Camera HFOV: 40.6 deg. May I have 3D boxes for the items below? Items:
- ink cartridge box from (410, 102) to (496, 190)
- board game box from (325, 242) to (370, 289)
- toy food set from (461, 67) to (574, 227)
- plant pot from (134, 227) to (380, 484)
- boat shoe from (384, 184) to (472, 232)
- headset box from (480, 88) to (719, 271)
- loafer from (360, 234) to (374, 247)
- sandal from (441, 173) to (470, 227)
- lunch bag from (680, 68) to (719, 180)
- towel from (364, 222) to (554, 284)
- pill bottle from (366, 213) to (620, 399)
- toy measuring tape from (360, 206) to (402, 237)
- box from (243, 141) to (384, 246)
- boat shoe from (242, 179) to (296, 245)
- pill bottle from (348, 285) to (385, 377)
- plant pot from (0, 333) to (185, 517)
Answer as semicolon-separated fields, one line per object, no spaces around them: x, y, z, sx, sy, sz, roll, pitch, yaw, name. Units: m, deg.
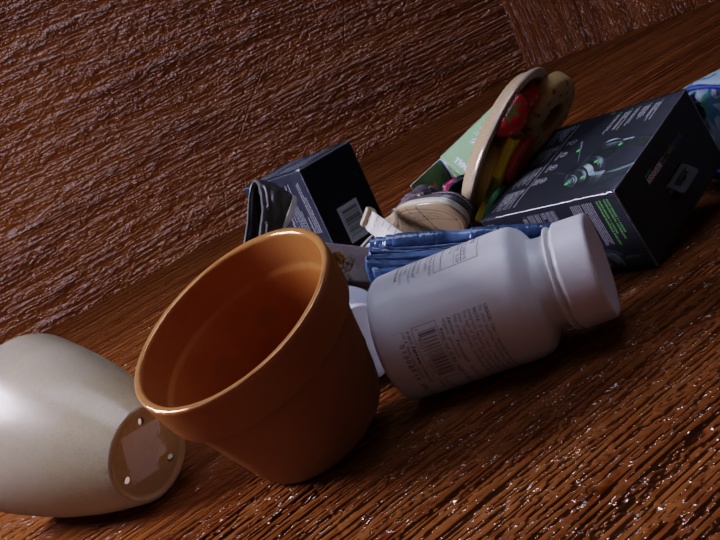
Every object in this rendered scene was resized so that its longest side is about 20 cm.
0.169;-0.134;1.256;0.200;0.104;0.059;-43;47;-4;ink cartridge box
0.000;0.000;1.181;0.196;0.042;0.199;5;-4;-26;board game box
0.177;-0.135;1.121;0.048;0.201;0.199;27;20;19;toy food set
-0.073;0.085;0.831;0.198;0.141;0.202;-28;30;18;plant pot
0.077;-0.067;1.127;0.065;0.071;0.200;-56;10;-18;boat shoe
0.256;-0.085;1.013;0.198;0.093;0.175;-12;30;53;headset box
0.067;-0.033;1.377;0.062;0.073;0.199;-3;20;45;loafer
0.115;-0.072;1.197;0.075;0.045;0.202;-43;-21;-42;sandal
0.434;-0.177;1.029;0.167;0.130;0.200;-23;22;-11;lunch bag
0.108;0.001;0.942;0.195;0.050;0.112;-5;-26;10;towel
0.114;0.028;0.837;0.197;0.116;0.114;-21;11;22;pill bottle
0.087;-0.014;1.066;0.073;0.075;0.199;-31;50;-32;toy measuring tape
-0.057;-0.069;1.463;0.103;0.203;0.181;-32;14;-31;box
-0.123;-0.025;1.139;0.067;0.056;0.203;-43;27;42;boat shoe
-0.031;0.067;1.018;0.103;0.106;0.199;-28;10;-18;pill bottle
-0.274;0.167;0.974;0.197;0.191;0.186;4;27;40;plant pot
